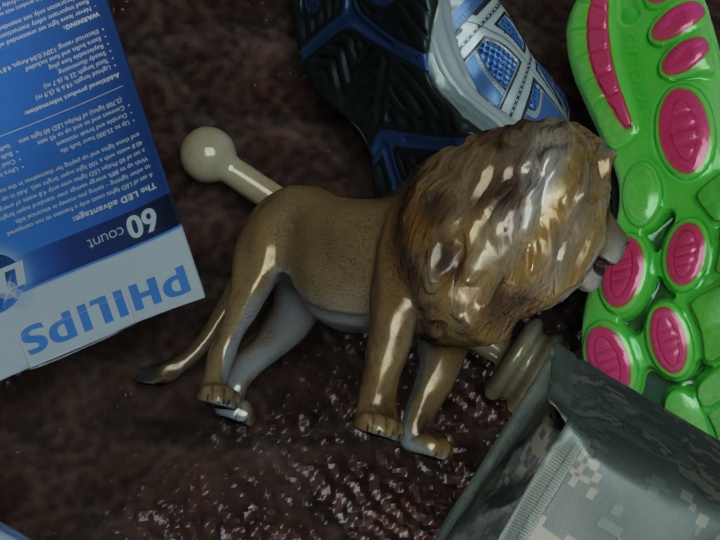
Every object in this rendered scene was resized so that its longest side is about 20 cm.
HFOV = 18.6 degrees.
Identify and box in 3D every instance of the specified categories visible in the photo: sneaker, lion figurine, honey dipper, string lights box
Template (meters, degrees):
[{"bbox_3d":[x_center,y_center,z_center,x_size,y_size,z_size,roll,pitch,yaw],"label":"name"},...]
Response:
[{"bbox_3d":[0.033,-0.076,0.877,0.077,0.076,0.201,0,67,-47],"label":"sneaker"},{"bbox_3d":[0.125,-0.018,0.846,0.076,0.084,0.201,-6,73,22],"label":"sneaker"},{"bbox_3d":[0.000,0.000,0.801,0.199,0.072,0.123,7,78,39],"label":"lion figurine"},{"bbox_3d":[0.014,0.003,0.870,0.200,0.038,0.038,34,75,4],"label":"honey dipper"},{"bbox_3d":[-0.136,-0.065,0.792,0.102,0.059,0.201,-23,119,-13],"label":"string lights box"}]

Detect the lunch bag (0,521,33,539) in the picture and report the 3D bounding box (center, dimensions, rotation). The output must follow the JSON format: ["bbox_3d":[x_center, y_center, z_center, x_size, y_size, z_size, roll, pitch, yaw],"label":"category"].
[{"bbox_3d":[-0.120,0.130,0.735,0.199,0.161,0.083,24,72,19],"label":"lunch bag"}]

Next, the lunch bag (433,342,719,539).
[{"bbox_3d":[0.086,0.157,0.756,0.164,0.118,0.201,29,103,-5],"label":"lunch bag"}]
